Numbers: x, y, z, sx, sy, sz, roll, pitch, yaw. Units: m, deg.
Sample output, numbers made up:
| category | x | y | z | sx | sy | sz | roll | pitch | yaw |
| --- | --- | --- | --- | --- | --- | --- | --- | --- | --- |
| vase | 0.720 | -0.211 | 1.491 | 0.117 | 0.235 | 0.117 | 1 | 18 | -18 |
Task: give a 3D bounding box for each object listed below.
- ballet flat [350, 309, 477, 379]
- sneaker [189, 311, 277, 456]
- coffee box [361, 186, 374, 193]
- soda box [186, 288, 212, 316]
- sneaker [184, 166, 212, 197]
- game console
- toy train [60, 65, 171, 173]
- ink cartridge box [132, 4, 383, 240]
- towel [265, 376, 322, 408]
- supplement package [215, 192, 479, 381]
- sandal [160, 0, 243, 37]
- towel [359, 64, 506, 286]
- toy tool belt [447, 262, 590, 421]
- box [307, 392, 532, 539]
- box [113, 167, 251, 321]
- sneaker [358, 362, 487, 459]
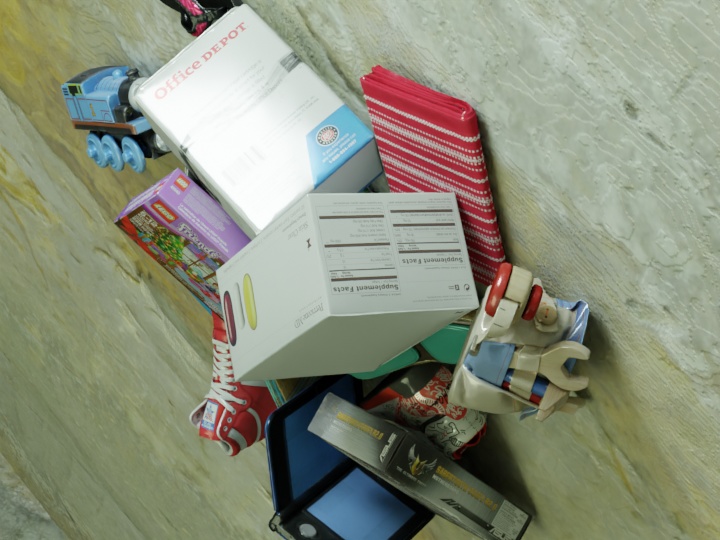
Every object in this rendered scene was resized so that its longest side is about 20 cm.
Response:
| category | x | y | z | sx | sy | sz | roll | pitch | yaw |
| --- | --- | --- | --- | --- | --- | --- | --- | --- | --- |
| ballet flat | 0.066 | 0.057 | 1.627 | 0.199 | 0.071 | 0.071 | -13 | 110 | 37 |
| sneaker | -0.153 | 0.118 | 1.910 | 0.071 | 0.112 | 0.201 | 16 | 134 | 54 |
| coffee box | 0.000 | 0.000 | 1.720 | 0.123 | 0.044 | 0.200 | 51 | 155 | 18 |
| soda box | -0.129 | 0.046 | 1.992 | 0.200 | 0.064 | 0.068 | 45 | 153 | 24 |
| sneaker | -0.164 | -0.083 | 1.767 | 0.115 | 0.075 | 0.202 | 48 | 156 | 43 |
| game console | -0.006 | 0.213 | 1.799 | 0.170 | 0.200 | 0.119 | 35 | 122 | 15 |
| toy train | -0.277 | -0.181 | 1.975 | 0.199 | 0.086 | 0.115 | 12 | 124 | 58 |
| ink cartridge box | -0.097 | -0.132 | 1.606 | 0.200 | 0.145 | 0.084 | 47 | 172 | 21 |
| towel | -0.070 | 0.100 | 1.873 | 0.022 | 0.147 | 0.201 | -16 | 109 | 28 |
| supplement package | -0.017 | 0.017 | 1.515 | 0.200 | 0.154 | 0.112 | -36 | 61 | 55 |
| sandal | -0.176 | -0.272 | 1.720 | 0.199 | 0.045 | 0.076 | 31 | 145 | 45 |
| towel | 0.071 | -0.082 | 1.517 | 0.144 | 0.022 | 0.201 | 28 | 145 | 44 |
| toy tool belt | 0.156 | 0.065 | 1.454 | 0.122 | 0.126 | 0.200 | 19 | 153 | 1 |
| box | 0.061 | 0.210 | 1.741 | 0.200 | 0.049 | 0.158 | 37 | 171 | -31 |
| box | -0.145 | -0.009 | 1.690 | 0.200 | 0.039 | 0.137 | 42 | 154 | -13 |
| sneaker | 0.066 | 0.152 | 1.750 | 0.108 | 0.067 | 0.201 | 47 | 162 | -1 |
